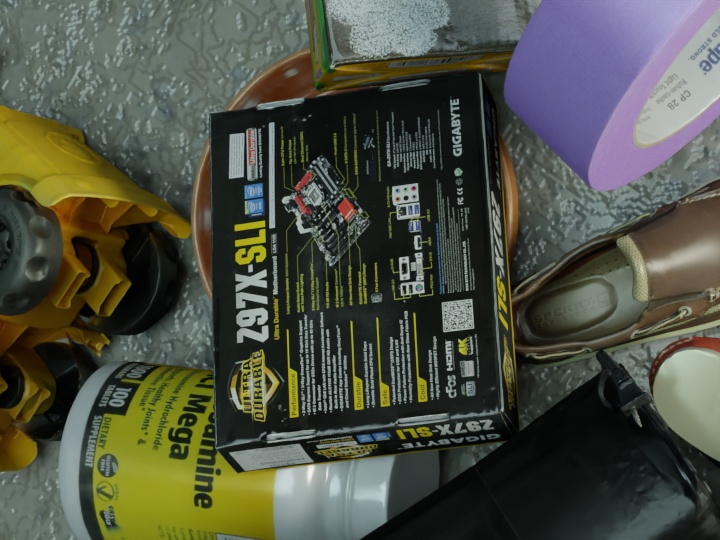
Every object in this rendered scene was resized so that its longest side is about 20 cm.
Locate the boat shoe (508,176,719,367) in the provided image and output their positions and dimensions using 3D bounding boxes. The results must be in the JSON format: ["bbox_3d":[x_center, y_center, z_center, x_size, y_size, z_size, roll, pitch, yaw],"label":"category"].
[{"bbox_3d":[0.162,0.003,1.267,0.201,0.075,0.075,-28,79,19],"label":"boat shoe"}]

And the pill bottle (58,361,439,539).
[{"bbox_3d":[-0.062,0.115,1.336,0.199,0.112,0.113,5,91,22],"label":"pill bottle"}]

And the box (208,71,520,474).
[{"bbox_3d":[0.000,0.000,1.274,0.158,0.049,0.201,-9,67,14],"label":"box"}]

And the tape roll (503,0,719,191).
[{"bbox_3d":[0.166,-0.135,1.201,0.066,0.200,0.200,46,105,16],"label":"tape roll"}]

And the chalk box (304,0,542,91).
[{"bbox_3d":[0.026,-0.206,1.257,0.123,0.124,0.202,-5,89,-4],"label":"chalk box"}]

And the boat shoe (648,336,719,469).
[{"bbox_3d":[0.236,0.106,1.242,0.200,0.063,0.071,38,98,3],"label":"boat shoe"}]

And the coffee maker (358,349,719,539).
[{"bbox_3d":[0.081,0.145,1.218,0.199,0.192,0.135,-35,37,2],"label":"coffee maker"}]

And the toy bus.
[{"bbox_3d":[-0.230,-0.006,1.405,0.192,0.135,0.201,43,107,30],"label":"toy bus"}]

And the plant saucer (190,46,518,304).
[{"bbox_3d":[-0.003,-0.031,1.359,0.199,0.032,0.202,0,90,22],"label":"plant saucer"}]
